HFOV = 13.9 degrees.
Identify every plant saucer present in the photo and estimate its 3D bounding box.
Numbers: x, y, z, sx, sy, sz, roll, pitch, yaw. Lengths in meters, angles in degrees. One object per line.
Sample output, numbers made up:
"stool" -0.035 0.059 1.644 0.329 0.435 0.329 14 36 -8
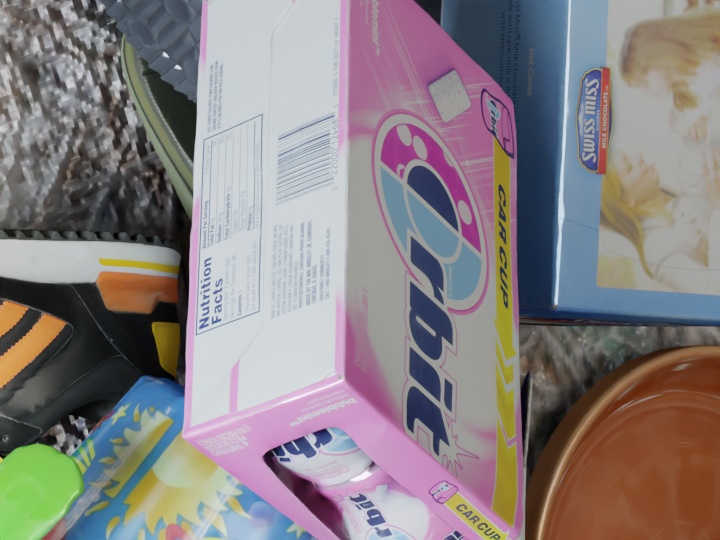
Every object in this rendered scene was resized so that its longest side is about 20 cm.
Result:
"plant saucer" 0.142 0.133 1.286 0.200 0.032 0.201 0 90 -37

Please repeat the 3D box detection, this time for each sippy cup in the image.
"sippy cup" -0.071 0.114 1.048 0.139 0.178 0.131 33 84 -1

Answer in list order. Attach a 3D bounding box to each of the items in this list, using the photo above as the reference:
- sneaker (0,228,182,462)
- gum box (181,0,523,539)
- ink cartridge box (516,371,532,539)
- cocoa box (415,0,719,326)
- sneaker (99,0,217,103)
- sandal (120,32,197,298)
"sneaker" -0.147 0.032 1.050 0.200 0.070 0.090 -2 87 -38
"gum box" 0.000 0.000 1.019 0.113 0.066 0.201 42 38 -42
"ink cartridge box" 0.021 0.170 1.082 0.047 0.198 0.201 8 49 -7
"cocoa box" 0.090 -0.078 1.187 0.133 0.131 0.201 4 87 -36
"sneaker" -0.077 -0.159 1.091 0.082 0.070 0.200 -35 101 -32
"sandal" -0.038 -0.013 1.145 0.080 0.057 0.202 -18 86 -29
